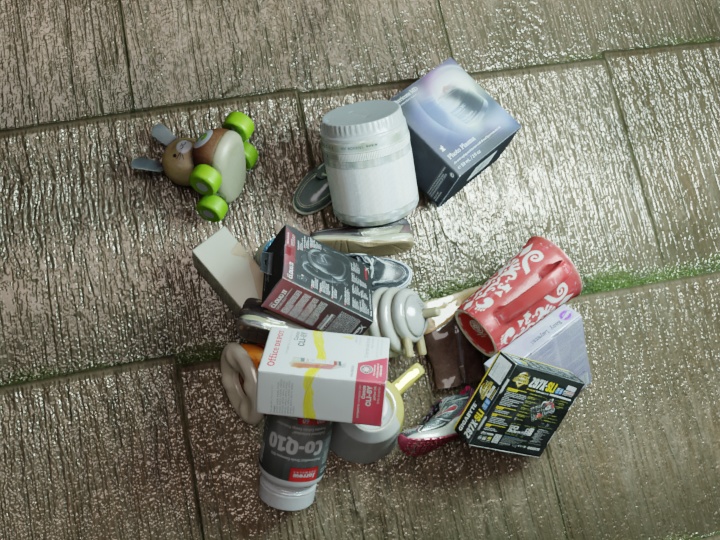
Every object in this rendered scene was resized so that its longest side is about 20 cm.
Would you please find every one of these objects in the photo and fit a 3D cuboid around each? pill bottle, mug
[{"bbox_3d":[-0.108,0.288,1.512,0.113,0.114,0.201,9,107,-4],"label":"pill bottle"},{"bbox_3d":[0.272,0.039,1.592,0.200,0.178,0.133,-38,62,-15],"label":"mug"},{"bbox_3d":[0.016,0.231,1.567,0.149,0.153,0.187,18,71,0],"label":"mug"}]

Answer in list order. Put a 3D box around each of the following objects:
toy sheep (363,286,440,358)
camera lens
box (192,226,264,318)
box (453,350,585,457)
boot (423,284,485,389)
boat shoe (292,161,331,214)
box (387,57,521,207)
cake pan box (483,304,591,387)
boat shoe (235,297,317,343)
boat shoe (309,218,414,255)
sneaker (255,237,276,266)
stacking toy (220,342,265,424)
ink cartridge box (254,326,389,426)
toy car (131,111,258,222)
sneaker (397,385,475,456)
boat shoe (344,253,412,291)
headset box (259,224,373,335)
[{"bbox_3d":[0.056,0.094,1.619,0.199,0.138,0.139,-13,71,27],"label":"toy sheep"},{"bbox_3d":[0.017,-0.189,1.640,0.159,0.160,0.201,-16,116,-11],"label":"camera lens"},{"bbox_3d":[-0.211,0.028,1.635,0.078,0.095,0.200,-39,82,-17],"label":"box"},{"bbox_3d":[0.271,0.230,1.538,0.199,0.049,0.160,17,105,-40],"label":"box"},{"bbox_3d":[0.205,0.118,1.682,0.199,0.072,0.167,-16,87,-13],"label":"boot"},{"bbox_3d":[-0.054,-0.188,1.736,0.073,0.062,0.200,44,73,8],"label":"boat shoe"},{"bbox_3d":[0.160,-0.265,1.734,0.198,0.123,0.200,45,59,9],"label":"box"},{"bbox_3d":[0.321,0.180,1.610,0.200,0.185,0.052,-35,44,-14],"label":"cake pan box"},{"bbox_3d":[-0.113,0.095,1.544,0.199,0.074,0.074,22,56,-25],"label":"boat shoe"},{"bbox_3d":[0.000,-0.066,1.704,0.199,0.072,0.065,-3,61,-5],"label":"boat shoe"},{"bbox_3d":[-0.117,0.030,1.657,0.076,0.081,0.200,-37,101,-24],"label":"sneaker"},{"bbox_3d":[-0.133,0.174,1.597,0.199,0.146,0.147,-16,75,-29],"label":"stacking toy"},{"bbox_3d":[-0.058,0.164,1.433,0.199,0.145,0.084,5,115,2],"label":"ink cartridge box"},{"bbox_3d":[-0.315,-0.211,1.677,0.199,0.158,0.165,18,59,12],"label":"toy car"},{"bbox_3d":[0.141,0.267,1.600,0.199,0.081,0.075,-15,66,-38],"label":"sneaker"},{"bbox_3d":[0.000,0.000,1.681,0.199,0.068,0.072,6,72,-5],"label":"boat shoe"},{"bbox_3d":[-0.080,0.022,1.547,0.199,0.077,0.149,25,33,-22],"label":"headset box"}]
